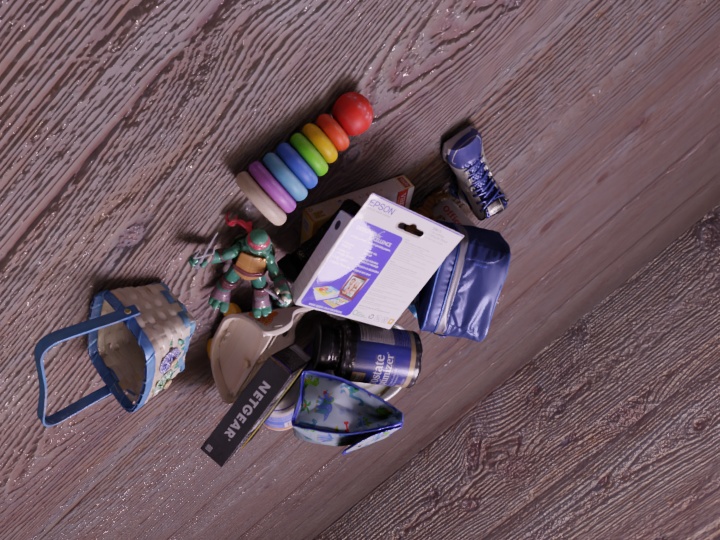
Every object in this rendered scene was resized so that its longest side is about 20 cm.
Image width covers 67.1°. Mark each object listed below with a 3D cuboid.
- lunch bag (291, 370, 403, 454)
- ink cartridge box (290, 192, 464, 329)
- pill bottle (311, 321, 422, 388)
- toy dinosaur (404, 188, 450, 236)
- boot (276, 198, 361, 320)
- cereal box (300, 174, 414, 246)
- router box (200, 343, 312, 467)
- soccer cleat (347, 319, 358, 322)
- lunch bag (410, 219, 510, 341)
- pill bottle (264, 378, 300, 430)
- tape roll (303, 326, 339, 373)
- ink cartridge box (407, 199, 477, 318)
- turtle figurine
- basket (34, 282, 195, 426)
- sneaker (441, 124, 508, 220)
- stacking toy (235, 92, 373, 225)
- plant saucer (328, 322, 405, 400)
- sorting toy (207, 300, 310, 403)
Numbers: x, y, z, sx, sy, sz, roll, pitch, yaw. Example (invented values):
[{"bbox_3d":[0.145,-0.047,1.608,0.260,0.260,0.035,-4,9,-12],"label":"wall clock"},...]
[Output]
[{"bbox_3d":[-0.026,0.278,1.028,0.198,0.129,0.170,10,157,-2],"label":"lunch bag"},{"bbox_3d":[0.026,-0.013,0.803,0.197,0.044,0.201,19,118,-39],"label":"ink cartridge box"},{"bbox_3d":[0.011,0.160,1.046,0.198,0.113,0.112,9,136,-13],"label":"pill bottle"},{"bbox_3d":[0.099,-0.075,0.984,0.200,0.060,0.107,-49,129,-37],"label":"toy dinosaur"},{"bbox_3d":[-0.021,-0.010,0.876,0.157,0.080,0.211,-40,149,4],"label":"boot"},{"bbox_3d":[-0.008,-0.073,0.924,0.198,0.040,0.145,-22,148,-25],"label":"cereal box"},{"bbox_3d":[-0.178,0.232,0.964,0.201,0.052,0.157,-53,174,5],"label":"router box"},{"bbox_3d":[0.014,0.073,1.141,0.083,0.065,0.200,-37,157,11],"label":"soccer cleat"},{"bbox_3d":[0.157,0.020,0.930,0.131,0.136,0.202,12,108,-4],"label":"lunch bag"},{"bbox_3d":[-0.175,0.252,1.147,0.111,0.112,0.201,-25,149,-20],"label":"pill bottle"},{"bbox_3d":[-0.054,0.221,1.268,0.199,0.085,0.201,-27,150,-17],"label":"tape roll"},{"bbox_3d":[0.163,-0.013,1.094,0.200,0.148,0.144,-41,152,9],"label":"ink cartridge box"},{"bbox_3d":[-0.161,0.000,0.783,0.200,0.148,0.101,121,-7,-56],"label":"turtle figurine"},{"bbox_3d":[-0.330,0.111,0.730,0.199,0.139,0.177,-23,152,-43],"label":"basket"},{"bbox_3d":[0.214,-0.160,0.966,0.080,0.115,0.200,-36,152,-2],"label":"sneaker"},{"bbox_3d":[-0.064,-0.155,0.706,0.200,0.085,0.085,-43,152,1],"label":"stacking toy"},{"bbox_3d":[0.018,0.191,1.158,0.198,0.050,0.203,-8,110,-22],"label":"plant saucer"},{"bbox_3d":[-0.165,0.118,0.983,0.179,0.107,0.201,-14,147,-49],"label":"sorting toy"}]
